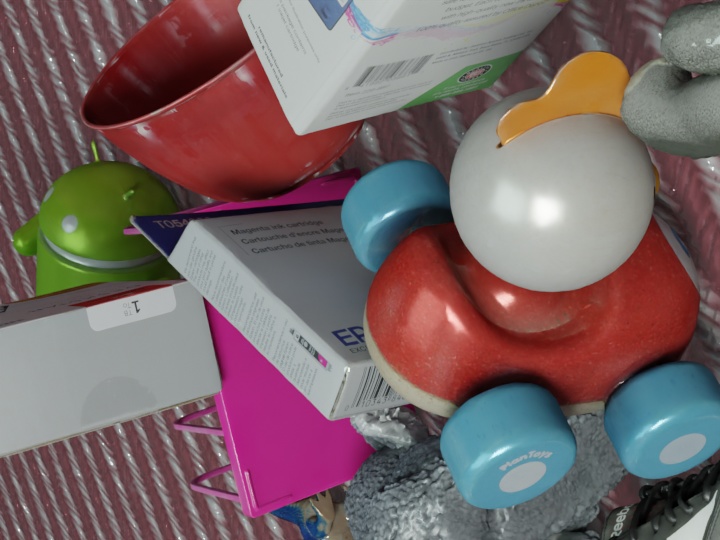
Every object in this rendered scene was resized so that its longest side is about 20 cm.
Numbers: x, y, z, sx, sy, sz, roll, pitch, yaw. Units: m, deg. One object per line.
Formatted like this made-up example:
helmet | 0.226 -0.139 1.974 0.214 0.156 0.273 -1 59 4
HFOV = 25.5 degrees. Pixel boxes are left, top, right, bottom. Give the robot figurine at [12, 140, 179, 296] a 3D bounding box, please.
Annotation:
robot figurine | -0.206 -0.001 1.296 0.175 0.115 0.201 43 137 40

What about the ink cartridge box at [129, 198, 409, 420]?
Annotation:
ink cartridge box | 0.000 0.000 0.917 0.200 0.196 0.043 42 124 34

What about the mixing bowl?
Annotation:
mixing bowl | -0.064 -0.116 1.000 0.200 0.200 0.109 5 139 55

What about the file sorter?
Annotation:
file sorter | -0.066 0.046 1.097 0.125 0.138 0.201 -1 104 59

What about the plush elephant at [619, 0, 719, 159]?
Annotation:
plush elephant | 0.213 -0.107 0.620 0.164 0.156 0.200 24 174 3

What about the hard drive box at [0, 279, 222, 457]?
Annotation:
hard drive box | -0.204 0.060 1.044 0.200 0.155 0.077 -2 102 61

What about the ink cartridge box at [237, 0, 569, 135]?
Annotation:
ink cartridge box | 0.045 -0.166 0.824 0.200 0.145 0.088 -43 68 55

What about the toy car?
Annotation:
toy car | 0.101 -0.023 0.760 0.200 0.176 0.185 108 148 -46

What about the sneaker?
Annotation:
sneaker | 0.177 0.138 0.824 0.098 0.071 0.201 31 133 18

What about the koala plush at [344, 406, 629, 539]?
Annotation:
koala plush | 0.052 0.152 0.960 0.200 0.183 0.178 -163 61 -65

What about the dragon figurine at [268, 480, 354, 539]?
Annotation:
dragon figurine | -0.019 0.220 1.177 0.201 0.059 0.099 63 146 15
